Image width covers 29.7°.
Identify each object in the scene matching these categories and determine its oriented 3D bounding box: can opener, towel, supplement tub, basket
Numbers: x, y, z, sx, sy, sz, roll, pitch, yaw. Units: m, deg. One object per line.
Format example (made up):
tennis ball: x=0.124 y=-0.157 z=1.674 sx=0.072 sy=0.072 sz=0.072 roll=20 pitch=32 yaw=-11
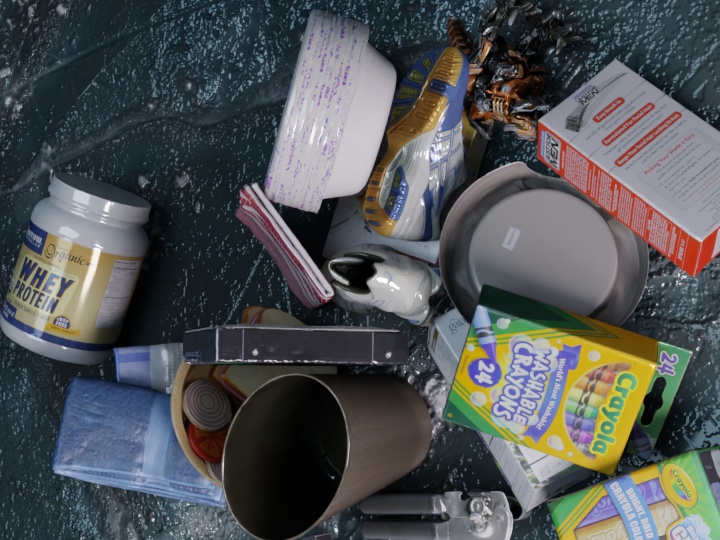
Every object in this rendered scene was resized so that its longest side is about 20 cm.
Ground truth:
can opener: x=0.088 y=0.255 z=1.412 sx=0.199 sy=0.067 sz=0.054 roll=-9 pitch=82 yaw=45
towel: x=-0.082 y=-0.021 z=1.435 sx=0.023 sy=0.200 sz=0.144 roll=-37 pitch=90 yaw=-7
towel: x=-0.175 y=0.152 z=1.526 sx=0.198 sy=0.024 sz=0.148 roll=-2 pitch=84 yaw=-8
supplement tub: x=-0.339 y=-0.003 z=1.635 sx=0.144 sy=0.144 sz=0.201 roll=24 pitch=100 yaw=31
towel: x=-0.232 y=0.185 z=1.480 sx=0.199 sy=0.049 sz=0.112 roll=12 pitch=79 yaw=-3
basket: x=-0.023 y=0.175 z=1.386 sx=0.136 sy=0.200 sz=0.181 roll=40 pitch=112 yaw=24

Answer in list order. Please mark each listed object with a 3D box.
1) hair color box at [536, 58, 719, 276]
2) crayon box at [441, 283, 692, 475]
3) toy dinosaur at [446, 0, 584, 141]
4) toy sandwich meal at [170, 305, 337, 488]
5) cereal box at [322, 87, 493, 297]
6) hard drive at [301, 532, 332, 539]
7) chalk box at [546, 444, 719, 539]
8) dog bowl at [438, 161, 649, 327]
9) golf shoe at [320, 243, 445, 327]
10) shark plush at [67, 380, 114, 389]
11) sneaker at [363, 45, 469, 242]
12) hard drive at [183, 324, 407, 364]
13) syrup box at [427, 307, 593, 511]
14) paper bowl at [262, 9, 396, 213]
hair color box: x=0.274 y=-0.099 z=1.274 sx=0.111 sy=0.064 sz=0.200 roll=-38 pitch=62 yaw=-19
crayon box: x=0.187 y=0.105 z=1.240 sx=0.199 sy=0.052 sz=0.126 roll=17 pitch=117 yaw=5
toy dinosaur: x=0.138 y=-0.211 z=1.371 sx=0.200 sy=0.102 sz=0.136 roll=43 pitch=108 yaw=26
toy sandwich meal: x=-0.107 y=0.141 z=1.462 sx=0.070 sy=0.204 sz=0.207 roll=-29 pitch=71 yaw=54
cereal box: x=0.049 y=-0.087 z=1.457 sx=0.143 sy=0.039 sz=0.201 roll=20 pitch=98 yaw=32
hard drive: x=-0.064 y=0.406 z=1.500 sx=0.139 sy=0.038 sz=0.201 roll=-27 pitch=74 yaw=28
chalk box: x=0.295 y=0.233 z=1.233 sx=0.199 sy=0.125 sz=0.125 roll=-25 pitch=74 yaw=30
dog bowl: x=0.175 y=-0.006 z=1.315 sx=0.198 sy=0.059 sz=0.202 roll=-1 pitch=69 yaw=4
golf shoe: x=0.000 y=0.000 z=1.379 sx=0.200 sy=0.097 sz=0.079 roll=7 pitch=77 yaw=57
shark plush: x=-0.267 y=0.151 z=1.615 sx=0.199 sy=0.083 sz=0.091 roll=27 pitch=101 yaw=30
sneaker: x=0.073 y=-0.126 z=1.377 sx=0.075 sy=0.088 sz=0.201 roll=34 pitch=105 yaw=52
hard drive: x=-0.068 y=0.077 z=1.375 sx=0.140 sy=0.199 sz=0.038 roll=166 pitch=104 yaw=-70
syrup box: x=0.148 y=0.125 z=1.343 sx=0.078 sy=0.082 sz=0.201 roll=-26 pitch=68 yaw=-12
paper bowl: x=-0.028 y=-0.157 z=1.392 sx=0.104 sy=0.201 sz=0.202 roll=17 pitch=97 yaw=-5
